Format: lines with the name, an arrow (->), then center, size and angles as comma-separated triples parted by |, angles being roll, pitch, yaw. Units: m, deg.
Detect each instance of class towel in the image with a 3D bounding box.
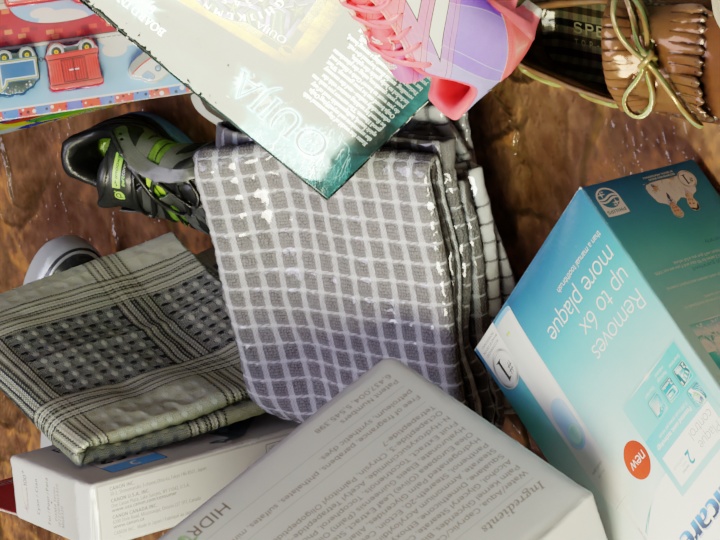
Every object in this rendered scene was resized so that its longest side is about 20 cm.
towel -> -0.130, 0.043, 1.837 | 0.193, 0.200, 0.035 | 38, 137, 49
towel -> 0.000, 0.000, 1.688 | 0.166, 0.086, 0.200 | 6, 121, 35

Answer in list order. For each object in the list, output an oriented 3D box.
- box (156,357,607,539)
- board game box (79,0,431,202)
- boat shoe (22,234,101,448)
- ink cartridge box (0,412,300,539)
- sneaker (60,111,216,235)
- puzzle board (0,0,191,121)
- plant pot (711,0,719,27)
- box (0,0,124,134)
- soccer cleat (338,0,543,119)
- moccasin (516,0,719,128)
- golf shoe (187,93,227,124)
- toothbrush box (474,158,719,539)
box -> 0.021, 0.199, 1.582 | 0.171, 0.200, 0.199 | 35, 155, 42
board game box -> -0.046, -0.144, 1.554 | 0.135, 0.200, 0.028 | -44, 22, 18
boat shoe -> -0.187, 0.074, 2.044 | 0.068, 0.072, 0.200 | 31, 128, 48
ink cartridge box -> -0.127, 0.113, 1.830 | 0.176, 0.200, 0.045 | 12, 110, 52
sneaker -> -0.123, -0.054, 1.900 | 0.200, 0.083, 0.071 | 21, 118, 49
puzzle board -> -0.172, -0.166, 1.699 | 0.017, 0.200, 0.151 | 161, 100, -83
plant pot -> 0.253, -0.131, 1.285 | 0.183, 0.200, 0.201 | -5, 98, 66
box -> -0.192, -0.160, 1.813 | 0.200, 0.193, 0.122 | 159, 96, -79
soccer cleat -> 0.021, -0.133, 1.467 | 0.067, 0.200, 0.076 | 36, 96, 33
moccasin -> 0.146, -0.113, 1.513 | 0.201, 0.078, 0.074 | 24, 121, 48
golf shoe -> -0.037, -0.079, 1.779 | 0.200, 0.078, 0.095 | 10, 110, 54
toothbrush box -> 0.166, 0.067, 1.542 | 0.200, 0.085, 0.146 | 57, 141, 23
